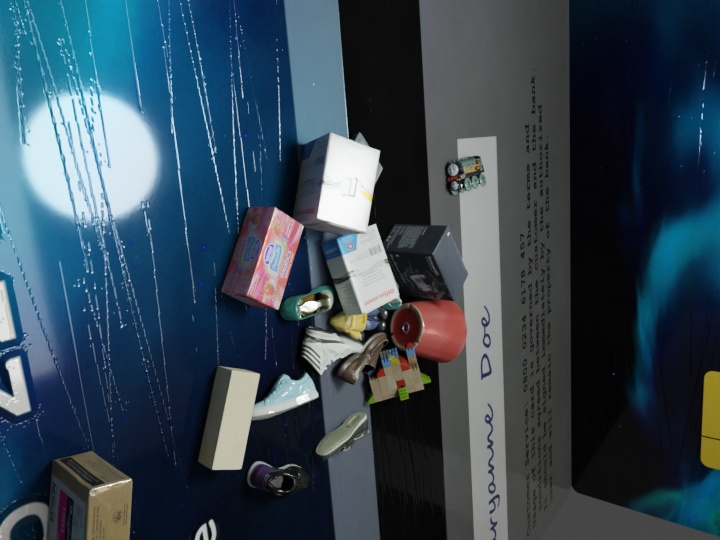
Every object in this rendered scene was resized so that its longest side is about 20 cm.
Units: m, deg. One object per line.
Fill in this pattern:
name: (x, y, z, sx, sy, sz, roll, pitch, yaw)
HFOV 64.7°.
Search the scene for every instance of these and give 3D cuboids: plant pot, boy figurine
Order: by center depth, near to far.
boy figurine: (-0.005, 0.129, 1.559, 0.198, 0.064, 0.127, 5, 100, -54)
plant pot: (0.196, 0.179, 1.736, 0.175, 0.198, 0.205, 8, 87, -41)

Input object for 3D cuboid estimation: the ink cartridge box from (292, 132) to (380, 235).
ink cartridge box: (-0.061, -0.198, 1.360, 0.142, 0.146, 0.205, 13, 84, -30)

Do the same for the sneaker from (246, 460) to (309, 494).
sneaker: (-0.176, 0.510, 1.359, 0.199, 0.086, 0.077, 29, 71, -50)

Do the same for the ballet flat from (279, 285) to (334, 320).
ballet flat: (-0.112, 0.084, 1.413, 0.198, 0.069, 0.069, -17, 106, -50)

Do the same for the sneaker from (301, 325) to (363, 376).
sneaker: (-0.081, 0.218, 1.479, 0.198, 0.075, 0.118, 20, 86, -43)

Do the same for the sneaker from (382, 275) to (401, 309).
sneaker: (0.055, 0.020, 1.633, 0.201, 0.076, 0.092, 57, 28, -32)

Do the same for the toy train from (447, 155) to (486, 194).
toy train: (0.368, -0.335, 1.983, 0.198, 0.084, 0.116, -21, 98, -47)

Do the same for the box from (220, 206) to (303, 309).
box: (-0.215, -0.028, 1.251, 0.102, 0.093, 0.204, 32, 69, -47)

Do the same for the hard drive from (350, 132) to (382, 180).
hard drive: (-0.018, -0.247, 1.530, 0.140, 0.032, 0.203, 50, 56, -42)

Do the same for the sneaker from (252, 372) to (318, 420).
sneaker: (-0.193, 0.294, 1.347, 0.198, 0.074, 0.083, -9, 71, -46)

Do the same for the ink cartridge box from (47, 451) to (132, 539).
ink cartridge box: (-0.451, 0.427, 0.939, 0.074, 0.162, 0.205, 2, 91, -49)

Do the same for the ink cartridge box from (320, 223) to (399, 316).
ink cartridge box: (0.000, 0.000, 1.484, 0.144, 0.084, 0.204, -22, 95, -40)

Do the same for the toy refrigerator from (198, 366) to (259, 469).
toy refrigerator: (-0.283, 0.315, 1.221, 0.075, 0.069, 0.205, 17, 80, -44)

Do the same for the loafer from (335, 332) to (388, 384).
loafer: (0.016, 0.250, 1.577, 0.199, 0.071, 0.074, -39, 162, -34)

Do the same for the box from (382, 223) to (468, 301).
box: (0.187, -0.025, 1.681, 0.118, 0.197, 0.198, -56, 132, -31)

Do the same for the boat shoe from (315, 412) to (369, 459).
boat shoe: (-0.042, 0.460, 1.537, 0.199, 0.071, 0.069, -25, 109, -50)

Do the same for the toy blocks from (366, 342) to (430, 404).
toy blocks: (0.094, 0.290, 1.636, 0.100, 0.196, 0.139, -100, 174, -69)
